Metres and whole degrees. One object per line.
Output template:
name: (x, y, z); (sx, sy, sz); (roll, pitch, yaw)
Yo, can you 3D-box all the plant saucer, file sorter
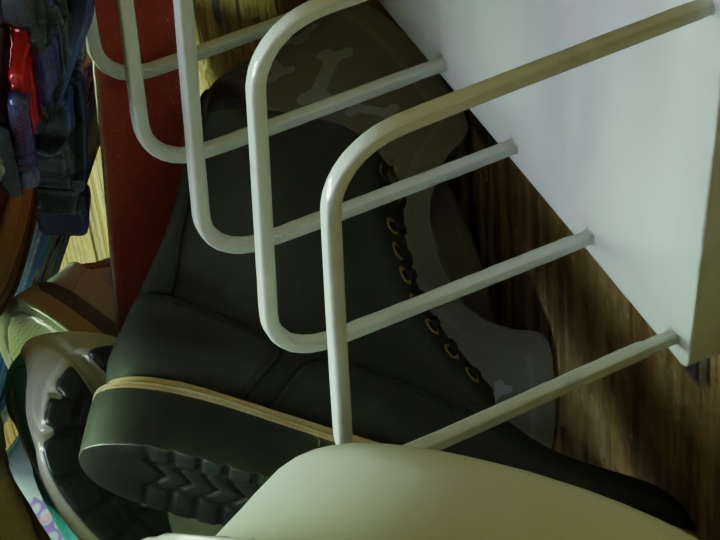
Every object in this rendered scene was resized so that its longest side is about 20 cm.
plant saucer: (-0.081, -0.097, 0.796); (0.200, 0.037, 0.200); (-106, 13, -69)
file sorter: (0.005, -0.065, 0.617); (0.200, 0.124, 0.139); (55, 158, 39)

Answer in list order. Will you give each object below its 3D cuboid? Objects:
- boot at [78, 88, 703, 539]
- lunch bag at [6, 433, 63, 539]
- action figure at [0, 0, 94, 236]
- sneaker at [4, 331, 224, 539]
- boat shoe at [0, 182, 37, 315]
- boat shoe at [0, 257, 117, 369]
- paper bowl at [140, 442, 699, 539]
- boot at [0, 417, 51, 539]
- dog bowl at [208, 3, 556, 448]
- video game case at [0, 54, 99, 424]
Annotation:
boot: (0.023, 0.022, 0.694); (0.077, 0.200, 0.139); (128, 157, -61)
lunch bag: (-0.084, 0.146, 0.927); (0.200, 0.170, 0.127); (32, 161, 11)
action figure: (-0.134, -0.083, 0.644); (0.200, 0.104, 0.194); (95, 167, -58)
sneaker: (-0.060, 0.104, 0.759); (0.080, 0.077, 0.200); (7, 128, 61)
boat shoe: (-0.152, -0.076, 0.798); (0.072, 0.068, 0.200); (8, 86, 29)
boat shoe: (-0.045, 0.059, 0.810); (0.200, 0.068, 0.075); (39, 138, 18)
paper bowl: (0.030, 0.114, 0.555); (0.201, 0.200, 0.104); (133, 157, -71)
boot: (-0.163, 0.022, 0.669); (0.200, 0.066, 0.175); (74, 171, -47)
dog bowl: (0.000, 0.000, 0.820); (0.200, 0.059, 0.200); (57, 160, 33)
video game case: (-0.156, -0.013, 0.943); (0.181, 0.045, 0.200); (-93, 22, -78)
